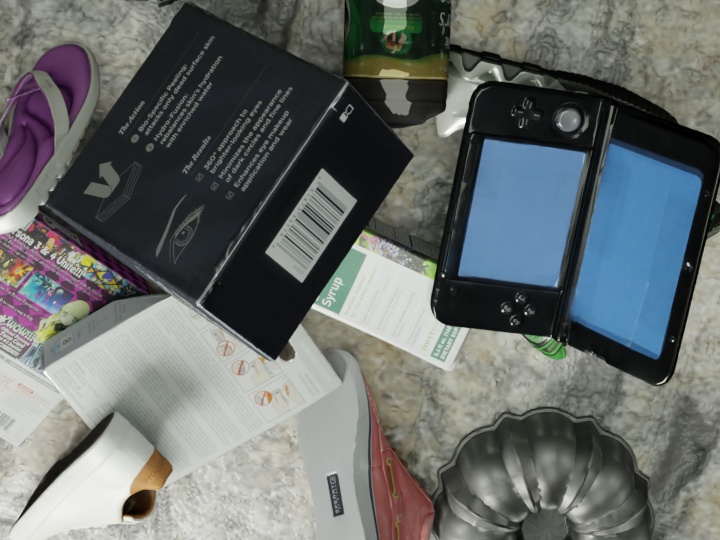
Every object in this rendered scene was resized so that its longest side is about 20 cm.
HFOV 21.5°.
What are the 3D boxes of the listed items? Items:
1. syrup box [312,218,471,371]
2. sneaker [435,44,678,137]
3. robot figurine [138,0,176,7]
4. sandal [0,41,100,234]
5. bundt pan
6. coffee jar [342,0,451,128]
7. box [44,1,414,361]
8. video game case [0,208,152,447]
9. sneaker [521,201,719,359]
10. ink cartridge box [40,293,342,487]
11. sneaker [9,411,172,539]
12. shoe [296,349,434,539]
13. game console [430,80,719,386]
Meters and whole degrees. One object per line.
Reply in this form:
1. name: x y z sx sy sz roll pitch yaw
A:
1. syrup box: 0.000 0.000 1.567 0.199 0.081 0.079 25 101 -7
2. sneaker: 0.156 -0.119 1.547 0.199 0.074 0.089 14 103 7
3. robot figurine: -0.136 -0.296 1.509 0.199 0.058 0.146 -19 102 4
4. sandal: -0.255 -0.116 1.486 0.082 0.204 0.050 -12 136 23
5. bundt pan: 0.158 0.224 1.624 0.200 0.076 0.203 0 104 0
6. coffee jar: 0.029 -0.213 1.493 0.085 0.104 0.202 2 96 -2
7. box: -0.101 -0.071 1.458 0.197 0.200 0.117 -55 141 -5
8. video game case: -0.301 0.032 1.558 0.200 0.036 0.181 36 103 -34
9. sneaker: 0.216 0.000 1.578 0.199 0.078 0.085 -31 108 16
10. ink cartridge box: -0.139 0.078 1.575 0.199 0.047 0.160 -30 121 8
11. sneaker: -0.225 0.195 1.582 0.085 0.073 0.200 38 138 -12
12. shoe: 0.006 0.168 1.618 0.071 0.091 0.202 -16 76 38
13. game console: 0.162 -0.029 1.466 0.175 0.116 0.201 7 106 -13
